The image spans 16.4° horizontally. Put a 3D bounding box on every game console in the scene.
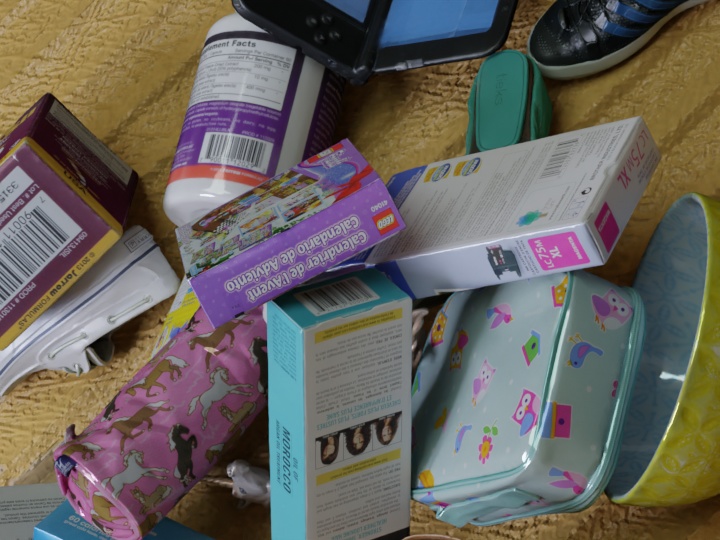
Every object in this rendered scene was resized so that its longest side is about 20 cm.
[{"bbox_3d":[0.024,-0.246,1.826,0.116,0.176,0.200,-41,25,49],"label":"game console"}]

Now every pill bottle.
[{"bbox_3d":[-0.071,-0.123,1.857,0.111,0.111,0.201,1,67,34],"label":"pill bottle"}]

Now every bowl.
[{"bbox_3d":[0.230,0.060,1.555,0.107,0.200,0.201,14,70,-8],"label":"bowl"}]

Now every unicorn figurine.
[{"bbox_3d":[-0.027,0.110,1.720,0.200,0.137,0.074,-27,72,-5],"label":"unicorn figurine"}]

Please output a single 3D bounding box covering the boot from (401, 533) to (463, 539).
[{"bbox_3d":[0.058,0.202,1.581,0.200,0.155,0.074,5,71,35],"label":"boot"}]

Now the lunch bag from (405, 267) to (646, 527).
[{"bbox_3d":[0.101,0.086,1.619,0.200,0.077,0.161,-22,53,62],"label":"lunch bag"}]

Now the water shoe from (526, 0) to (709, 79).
[{"bbox_3d":[0.192,-0.207,1.744,0.200,0.079,0.072,-29,54,19],"label":"water shoe"}]

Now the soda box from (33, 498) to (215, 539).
[{"bbox_3d":[-0.125,0.220,1.704,0.200,0.068,0.064,21,124,23],"label":"soda box"}]

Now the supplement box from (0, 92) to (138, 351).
[{"bbox_3d":[-0.251,-0.041,1.880,0.131,0.103,0.200,-44,11,8],"label":"supplement box"}]

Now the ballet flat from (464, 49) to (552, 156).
[{"bbox_3d":[0.100,-0.059,1.733,0.067,0.070,0.200,-5,53,25],"label":"ballet flat"}]

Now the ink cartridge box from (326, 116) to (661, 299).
[{"bbox_3d":[0.085,-0.035,1.611,0.200,0.042,0.119,-9,32,34],"label":"ink cartridge box"}]

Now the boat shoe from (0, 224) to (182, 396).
[{"bbox_3d":[-0.217,0.049,1.896,0.200,0.074,0.067,-40,90,30],"label":"boat shoe"}]

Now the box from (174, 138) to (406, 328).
[{"bbox_3d":[-0.049,-0.027,1.628,0.137,0.039,0.200,-28,12,0],"label":"box"}]

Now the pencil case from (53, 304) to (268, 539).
[{"bbox_3d":[-0.119,0.088,1.686,0.200,0.087,0.083,-46,14,-21],"label":"pencil case"}]

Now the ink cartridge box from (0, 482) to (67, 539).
[{"bbox_3d":[-0.251,0.255,1.759,0.200,0.144,0.084,64,143,37],"label":"ink cartridge box"}]

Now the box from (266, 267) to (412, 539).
[{"bbox_3d":[-0.013,0.103,1.611,0.082,0.201,0.049,-16,33,-26],"label":"box"}]

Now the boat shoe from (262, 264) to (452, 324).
[{"bbox_3d":[0.000,0.000,1.695,0.075,0.200,0.069,-41,73,37],"label":"boat shoe"}]

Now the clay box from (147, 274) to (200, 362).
[{"bbox_3d":[-0.122,0.078,1.793,0.115,0.048,0.200,-19,47,67],"label":"clay box"}]
